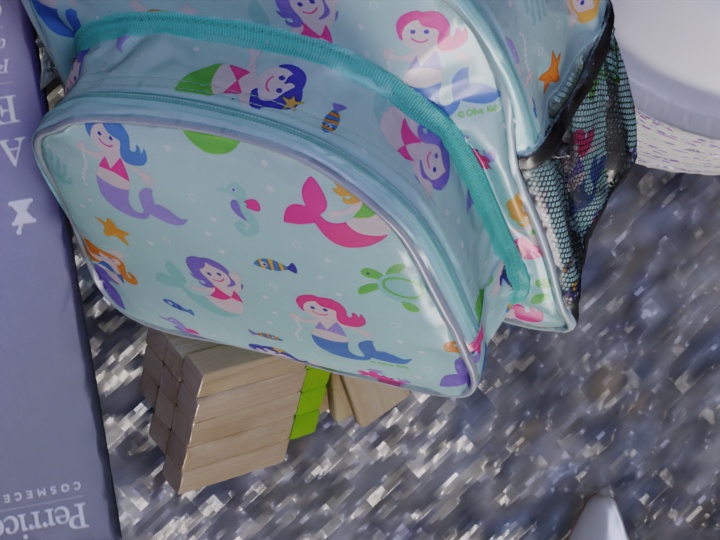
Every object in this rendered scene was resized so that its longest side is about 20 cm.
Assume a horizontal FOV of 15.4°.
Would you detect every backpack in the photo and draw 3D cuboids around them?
[{"bbox_3d":[-0.015,-0.065,0.822,0.177,0.200,0.151,13,54,21],"label":"backpack"}]

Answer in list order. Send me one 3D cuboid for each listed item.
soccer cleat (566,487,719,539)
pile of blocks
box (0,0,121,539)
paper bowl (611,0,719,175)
[{"bbox_3d":[0.164,0.132,0.973,0.200,0.069,0.085,12,96,-4],"label":"soccer cleat"},{"bbox_3d":[0.000,0.000,0.952,0.200,0.082,0.062,-32,54,-14],"label":"pile of blocks"},{"bbox_3d":[-0.168,0.006,0.897,0.148,0.104,0.200,-11,95,-8],"label":"box"},{"bbox_3d":[0.132,-0.138,0.914,0.200,0.104,0.201,2,84,-14],"label":"paper bowl"}]
